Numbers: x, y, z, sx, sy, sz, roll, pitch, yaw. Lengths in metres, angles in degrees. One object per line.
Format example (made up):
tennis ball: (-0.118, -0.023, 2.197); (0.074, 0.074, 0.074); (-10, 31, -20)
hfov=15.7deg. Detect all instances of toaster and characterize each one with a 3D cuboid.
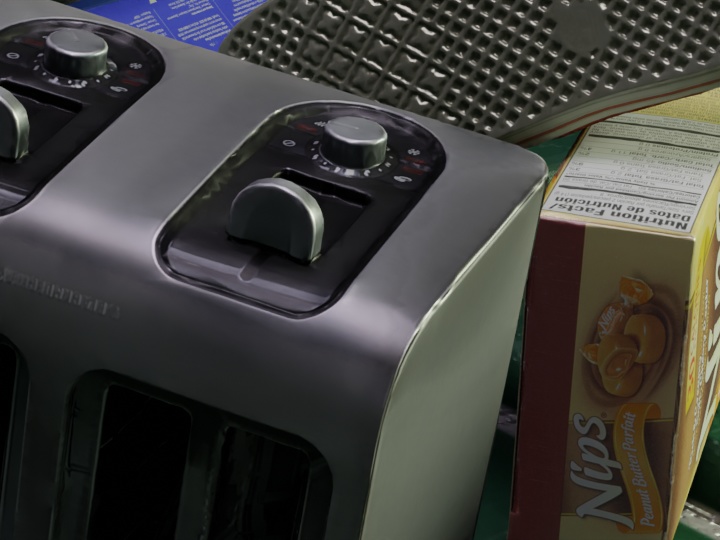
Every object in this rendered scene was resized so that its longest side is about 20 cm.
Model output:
toaster: (-0.063, 0.043, 0.698); (0.180, 0.201, 0.119); (19, 29, 16)

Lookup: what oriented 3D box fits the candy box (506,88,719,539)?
candy box: (0.098, 0.004, 0.885); (0.055, 0.116, 0.200); (7, 23, 12)

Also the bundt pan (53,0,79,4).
bundt pan: (-0.168, -0.139, 0.923); (0.201, 0.076, 0.202); (9, 1, 0)

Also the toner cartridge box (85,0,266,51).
toner cartridge box: (-0.072, -0.066, 1.059); (0.095, 0.043, 0.200); (55, 37, 5)

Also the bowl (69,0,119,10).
bowl: (-0.104, -0.140, 1.099); (0.200, 0.040, 0.201); (-14, 11, 3)

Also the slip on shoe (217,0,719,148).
slip on shoe: (0.049, -0.072, 0.854); (0.199, 0.074, 0.061); (-12, -4, 12)
